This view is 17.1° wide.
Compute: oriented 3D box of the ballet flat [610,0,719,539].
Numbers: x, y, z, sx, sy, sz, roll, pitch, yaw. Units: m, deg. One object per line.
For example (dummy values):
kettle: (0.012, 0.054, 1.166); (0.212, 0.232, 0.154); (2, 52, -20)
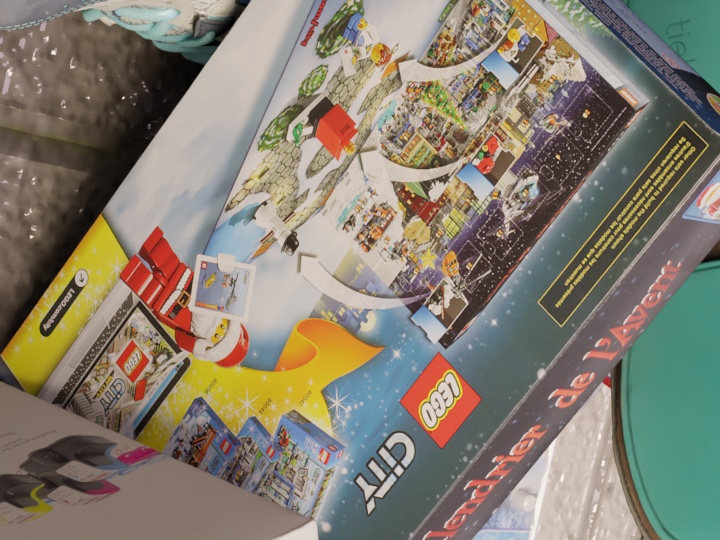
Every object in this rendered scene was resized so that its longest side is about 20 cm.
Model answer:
ballet flat: (0.111, -0.001, 0.732); (0.064, 0.067, 0.202); (45, 40, -65)

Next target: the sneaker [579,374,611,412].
sneaker: (0.051, -0.005, 0.767); (0.199, 0.071, 0.113); (-11, 81, -45)

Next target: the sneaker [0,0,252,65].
sneaker: (-0.029, -0.083, 0.695); (0.199, 0.077, 0.087); (-18, 117, -39)

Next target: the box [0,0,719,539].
box: (0.000, 0.000, 0.646); (0.200, 0.137, 0.038); (-52, 154, 20)

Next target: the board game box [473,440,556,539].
board game box: (-0.002, 0.096, 0.805); (0.199, 0.026, 0.202); (7, 97, -45)

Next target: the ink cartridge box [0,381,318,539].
ink cartridge box: (-0.066, 0.111, 0.625); (0.068, 0.199, 0.116); (-22, 116, -36)
